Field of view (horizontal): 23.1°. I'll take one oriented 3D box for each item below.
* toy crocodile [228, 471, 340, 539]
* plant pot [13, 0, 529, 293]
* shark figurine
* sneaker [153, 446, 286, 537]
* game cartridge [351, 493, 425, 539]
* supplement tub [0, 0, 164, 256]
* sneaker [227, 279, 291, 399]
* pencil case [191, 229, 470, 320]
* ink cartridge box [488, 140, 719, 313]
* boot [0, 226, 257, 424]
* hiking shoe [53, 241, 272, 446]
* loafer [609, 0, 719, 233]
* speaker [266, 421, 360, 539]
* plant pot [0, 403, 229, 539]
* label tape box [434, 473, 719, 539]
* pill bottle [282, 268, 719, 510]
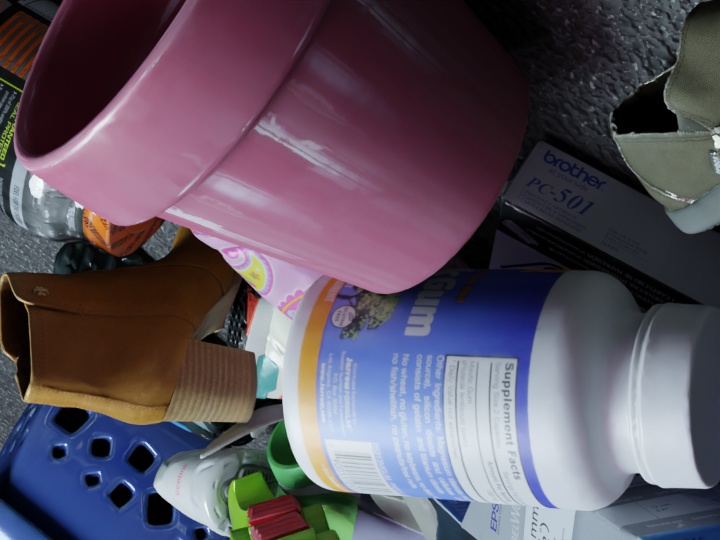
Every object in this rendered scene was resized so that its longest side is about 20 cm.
[{"bbox_3d":[-0.049,0.171,1.111,0.200,0.067,0.062,-155,50,-81],"label":"toy crocodile"},{"bbox_3d":[-0.029,-0.088,0.796,0.178,0.202,0.199,31,157,-24],"label":"plant pot"},{"bbox_3d":[0.025,0.132,1.012,0.214,0.090,0.128,42,119,-13],"label":"shark figurine"},{"bbox_3d":[-0.069,0.164,1.294,0.099,0.079,0.199,10,167,42],"label":"sneaker"},{"bbox_3d":[0.053,0.200,1.149,0.129,0.039,0.201,26,143,13],"label":"game cartridge"},{"bbox_3d":[-0.199,-0.098,1.029,0.199,0.123,0.123,31,152,13],"label":"supplement tub"},{"bbox_3d":[-0.023,0.009,1.068,0.092,0.071,0.201,4,138,-14],"label":"sneaker"},{"bbox_3d":[0.000,0.000,0.956,0.200,0.088,0.087,37,156,-30],"label":"pencil case"},{"bbox_3d":[0.160,0.020,0.873,0.199,0.044,0.094,29,152,13],"label":"ink cartridge box"},{"bbox_3d":[-0.141,0.013,1.039,0.143,0.202,0.071,11,123,-20],"label":"boot"},{"bbox_3d":[-0.157,0.058,1.273,0.200,0.075,0.086,48,150,-21],"label":"hiking shoe"},{"bbox_3d":[0.155,-0.074,0.702,0.069,0.076,0.200,34,153,-5],"label":"loafer"},{"bbox_3d":[0.018,0.177,1.241,0.088,0.089,0.201,1,136,49],"label":"speaker"},{"bbox_3d":[-0.225,0.204,1.465,0.200,0.180,0.200,40,153,-5],"label":"plant pot"},{"bbox_3d":[0.144,0.120,0.922,0.200,0.142,0.067,34,124,58],"label":"label tape box"},{"bbox_3d":[0.072,0.055,0.839,0.198,0.113,0.113,0,138,27],"label":"pill bottle"}]
